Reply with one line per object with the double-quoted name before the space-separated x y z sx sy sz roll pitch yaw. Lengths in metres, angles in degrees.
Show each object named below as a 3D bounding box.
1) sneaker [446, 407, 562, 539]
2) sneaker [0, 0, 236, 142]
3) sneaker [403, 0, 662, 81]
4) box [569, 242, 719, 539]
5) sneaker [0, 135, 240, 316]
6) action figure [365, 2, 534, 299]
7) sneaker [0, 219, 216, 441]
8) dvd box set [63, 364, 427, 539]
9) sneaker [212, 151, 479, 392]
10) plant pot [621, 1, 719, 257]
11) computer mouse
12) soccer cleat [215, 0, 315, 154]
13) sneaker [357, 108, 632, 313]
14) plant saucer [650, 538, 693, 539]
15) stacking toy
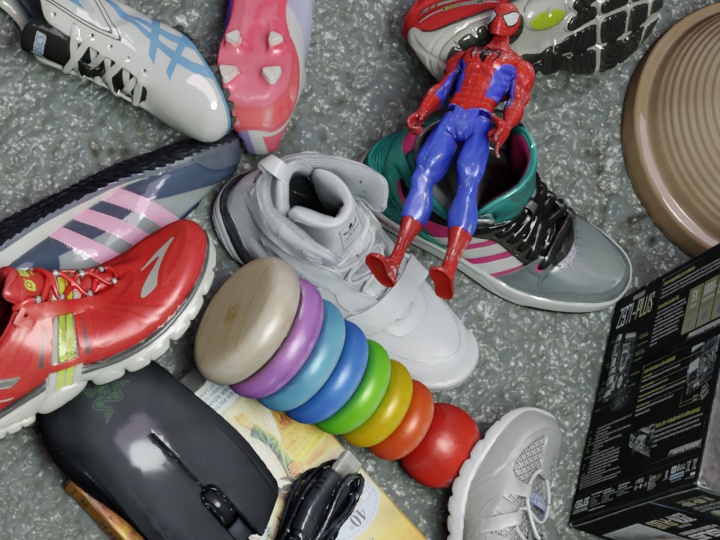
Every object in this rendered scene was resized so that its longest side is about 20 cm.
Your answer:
"sneaker" 0.096 0.184 1.265 0.075 0.082 0.201 31 72 -49
"sneaker" -0.164 -0.140 1.283 0.200 0.072 0.072 38 56 10
"sneaker" 0.117 -0.178 1.376 0.200 0.077 0.085 -15 42 -31
"box" 0.219 0.083 1.275 0.086 0.200 0.164 18 71 -11
"sneaker" -0.153 -0.017 1.278 0.200 0.070 0.082 -28 107 -21
"action figure" 0.062 -0.081 1.248 0.065 0.052 0.200 9 60 23
"sneaker" -0.174 0.026 1.189 0.200 0.077 0.085 -34 125 -8
"dvd box set" -0.063 0.157 1.267 0.146 0.029 0.200 -41 89 -21
"sneaker" 0.000 0.000 1.280 0.200 0.115 0.075 39 70 -4
"plant pot" 0.287 -0.099 1.400 0.200 0.093 0.202 4 76 -15
"computer mouse" -0.102 0.117 1.223 0.200 0.053 0.139 38 71 -2
"soccer cleat" -0.056 -0.170 1.343 0.066 0.077 0.200 5 56 7
"sneaker" 0.101 -0.042 1.316 0.200 0.121 0.084 23 71 -9
"plant saucer" 0.193 0.267 1.265 0.199 0.032 0.201 0 96 1
"stacking toy" -0.004 0.076 1.262 0.200 0.085 0.086 36 68 -27
